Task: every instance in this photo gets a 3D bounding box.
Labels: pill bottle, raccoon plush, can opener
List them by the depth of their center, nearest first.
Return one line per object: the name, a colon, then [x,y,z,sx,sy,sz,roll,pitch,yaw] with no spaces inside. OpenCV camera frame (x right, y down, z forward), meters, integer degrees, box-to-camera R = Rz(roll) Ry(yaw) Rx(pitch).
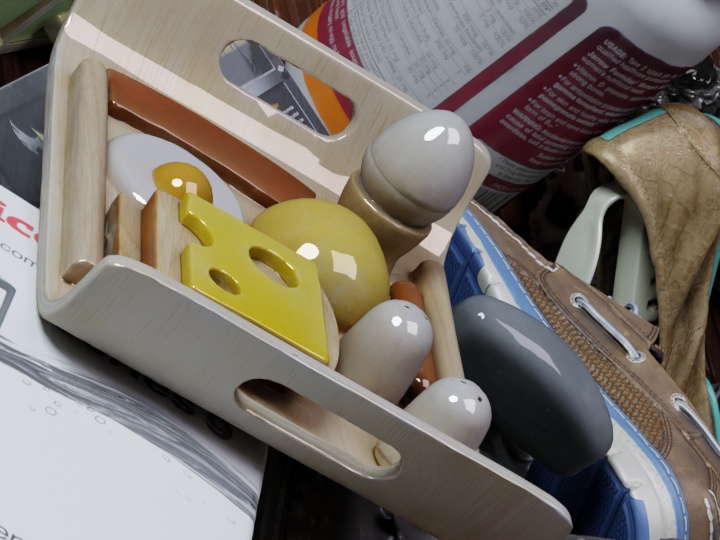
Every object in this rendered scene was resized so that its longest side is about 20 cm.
can opener: [0.000,0.000,0.861,0.200,0.066,0.053,38,36,-23]
pill bottle: [0.074,-0.106,1.023,0.110,0.200,0.110,36,34,-29]
raccoon plush: [0.144,-0.006,1.159,0.200,0.097,0.134,34,44,-36]

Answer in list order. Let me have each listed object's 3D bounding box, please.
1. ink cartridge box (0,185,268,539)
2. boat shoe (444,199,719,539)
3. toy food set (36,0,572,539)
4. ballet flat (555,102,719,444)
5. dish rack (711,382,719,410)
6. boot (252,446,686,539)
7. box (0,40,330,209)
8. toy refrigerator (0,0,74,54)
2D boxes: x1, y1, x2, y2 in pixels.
ink cartridge box: [-0.106,0.056,0.650,0.146,0.084,0.200,33,21,-11]
boat shoe: [0.072,0.041,0.971,0.072,0.072,0.200,-3,44,-33]
toy food set: [-0.013,-0.014,0.740,0.143,0.060,0.200,30,23,-20]
ballet flat: [0.105,0.033,1.038,0.072,0.200,0.068,-8,22,-26]
dish rack: [0.231,0.074,1.210,0.153,0.055,0.200,52,43,-12]
boot: [0.064,0.093,0.805,0.200,0.174,0.069,31,67,-71]
box: [-0.060,-0.001,0.879,0.158,0.048,0.200,56,29,-3]
toy refrigerator: [-0.124,-0.108,0.858,0.070,0.076,0.200,60,29,4]
